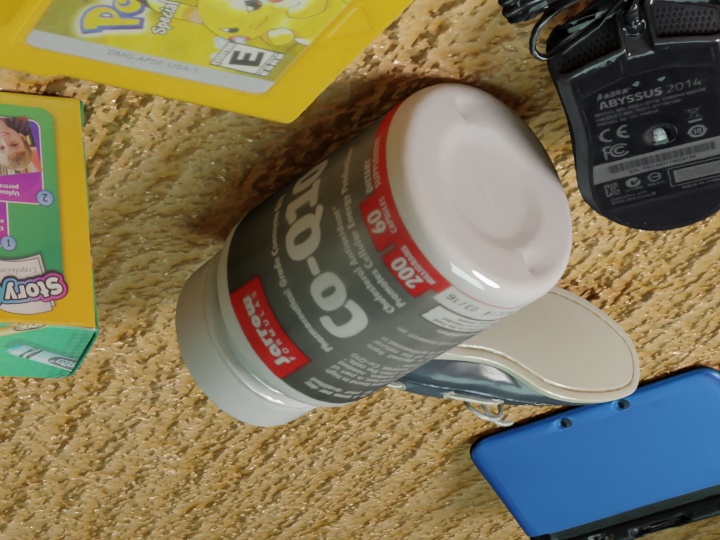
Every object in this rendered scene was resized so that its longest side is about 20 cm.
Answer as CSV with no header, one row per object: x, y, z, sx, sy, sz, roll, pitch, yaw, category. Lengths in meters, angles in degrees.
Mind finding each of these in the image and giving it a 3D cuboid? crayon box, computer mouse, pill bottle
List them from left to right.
-0.220,-0.020,0.857,0.198,0.120,0.058,4,153,-23,crayon box
0.000,0.000,0.970,0.113,0.115,0.199,13,147,-38,pill bottle
0.137,-0.095,0.894,0.137,0.053,0.201,-11,144,4,computer mouse

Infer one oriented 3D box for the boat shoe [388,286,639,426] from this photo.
0.070,0.049,1.142,0.198,0.076,0.062,7,150,-26,boat shoe

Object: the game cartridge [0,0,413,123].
-0.075,-0.126,0.779,0.198,0.033,0.176,7,151,-31,game cartridge

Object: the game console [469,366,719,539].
0.207,0.129,1.421,0.198,0.119,0.171,-20,-176,25,game console
